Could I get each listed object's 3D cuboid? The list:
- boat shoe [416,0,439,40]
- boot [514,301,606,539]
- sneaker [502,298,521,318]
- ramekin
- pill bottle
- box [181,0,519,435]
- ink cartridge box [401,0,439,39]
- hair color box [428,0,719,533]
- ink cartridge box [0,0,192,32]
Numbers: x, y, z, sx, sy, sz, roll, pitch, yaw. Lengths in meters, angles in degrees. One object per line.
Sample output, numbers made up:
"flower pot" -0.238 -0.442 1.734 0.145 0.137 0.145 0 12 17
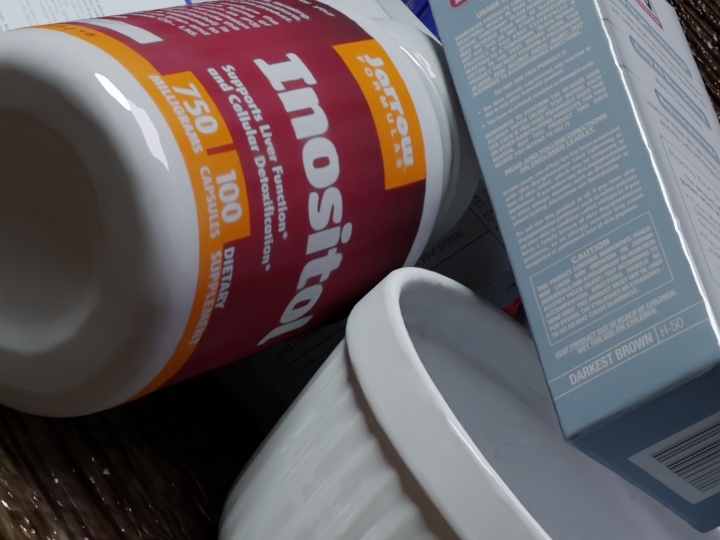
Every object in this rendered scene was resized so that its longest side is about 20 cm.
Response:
"boat shoe" 0.044 -0.066 0.939 0.200 0.072 0.072 36 -16 38
"boot" 0.115 0.079 0.864 0.095 0.074 0.200 1 32 -6
"sneaker" 0.142 0.002 0.978 0.199 0.098 0.071 22 20 -3
"ramekin" 0.045 0.106 0.683 0.200 0.105 0.200 43 14 -13
"pill bottle" -0.045 -0.030 0.687 0.113 0.113 0.200 49 32 14
"box" -0.031 -0.048 0.827 0.200 0.155 0.041 48 -29 18
"ink cartridge box" -0.031 -0.133 0.952 0.199 0.120 0.042 23 -25 35
"hair color box" 0.089 -0.024 0.724 0.099 0.060 0.201 35 33 -49
"ink cartridge box" -0.152 -0.121 0.771 0.199 0.041 0.200 11 43 -45
